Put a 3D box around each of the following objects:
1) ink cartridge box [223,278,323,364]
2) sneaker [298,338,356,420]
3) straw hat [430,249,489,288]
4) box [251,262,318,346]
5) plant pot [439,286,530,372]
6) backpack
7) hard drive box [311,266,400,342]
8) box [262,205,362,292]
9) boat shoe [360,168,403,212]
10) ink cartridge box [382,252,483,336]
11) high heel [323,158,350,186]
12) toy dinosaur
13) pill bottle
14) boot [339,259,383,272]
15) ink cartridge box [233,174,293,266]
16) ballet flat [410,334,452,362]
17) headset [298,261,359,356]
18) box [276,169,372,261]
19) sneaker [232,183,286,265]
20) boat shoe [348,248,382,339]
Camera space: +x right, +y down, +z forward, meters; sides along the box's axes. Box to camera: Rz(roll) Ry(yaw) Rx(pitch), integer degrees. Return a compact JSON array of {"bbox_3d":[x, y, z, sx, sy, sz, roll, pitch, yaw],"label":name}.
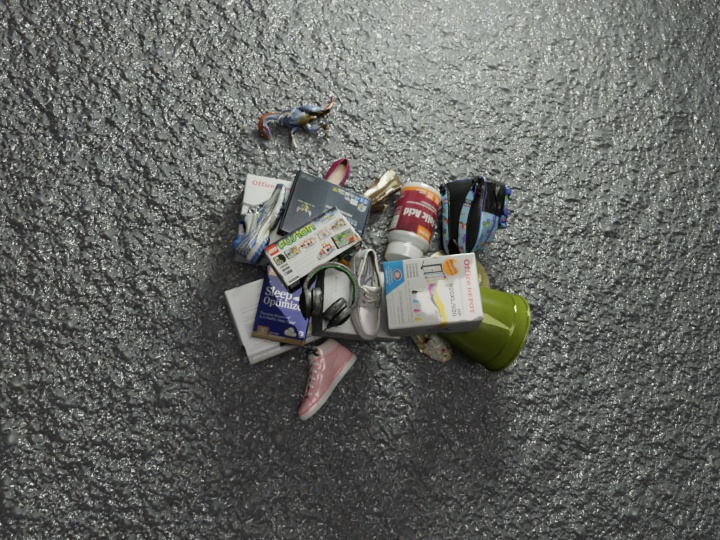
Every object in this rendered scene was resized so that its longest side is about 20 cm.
[{"bbox_3d":[-0.199,0.106,1.298,0.198,0.084,0.178,-18,84,-18],"label":"ink cartridge box"},{"bbox_3d":[-0.103,0.245,1.293,0.105,0.075,0.201,43,62,-6],"label":"sneaker"},{"bbox_3d":[0.266,0.023,1.442,0.198,0.085,0.204,4,76,-14],"label":"straw hat"},{"bbox_3d":[-0.164,0.060,1.238,0.119,0.032,0.203,11,79,-2],"label":"box"},{"bbox_3d":[0.275,0.119,1.350,0.191,0.200,0.203,23,71,-14],"label":"plant pot"},{"bbox_3d":[0.293,-0.132,1.444,0.133,0.182,0.203,8,87,-30],"label":"backpack"},{"bbox_3d":[-0.007,0.080,1.289,0.198,0.077,0.158,9,73,-23],"label":"hard drive box"},{"bbox_3d":[-0.106,-0.051,1.235,0.199,0.035,0.110,-32,70,-16],"label":"box"},{"bbox_3d":[0.039,-0.181,1.440,0.075,0.075,0.202,48,69,-6],"label":"boat shoe"},{"bbox_3d":[0.156,0.057,1.204,0.197,0.145,0.149,-6,76,4],"label":"ink cartridge box"},{"bbox_3d":[-0.082,-0.191,1.396,0.067,0.096,0.201,32,70,-5],"label":"high heel"},{"bbox_3d":[-0.172,-0.392,1.454,0.179,0.106,0.201,8,37,0],"label":"toy dinosaur"},{"bbox_3d":[0.133,-0.113,1.425,0.113,0.114,0.202,20,72,-9],"label":"pill bottle"},{"bbox_3d":[0.000,0.000,1.393,0.142,0.071,0.204,0,80,-21],"label":"boot"},{"bbox_3d":[-0.222,-0.118,1.346,0.143,0.084,0.203,8,74,-13],"label":"ink cartridge box"},{"bbox_3d":[0.161,0.156,1.393,0.200,0.064,0.076,43,71,-2],"label":"ballet flat"},{"bbox_3d":[-0.074,0.079,1.163,0.122,0.094,0.202,22,81,-9],"label":"headset"},{"bbox_3d":[-0.084,-0.129,1.323,0.198,0.051,0.160,21,73,-14],"label":"box"},{"bbox_3d":[-0.231,-0.119,1.261,0.084,0.077,0.202,23,72,-5],"label":"sneaker"},{"bbox_3d":[0.016,0.050,1.225,0.070,0.069,0.203,0,77,-27],"label":"boat shoe"}]
